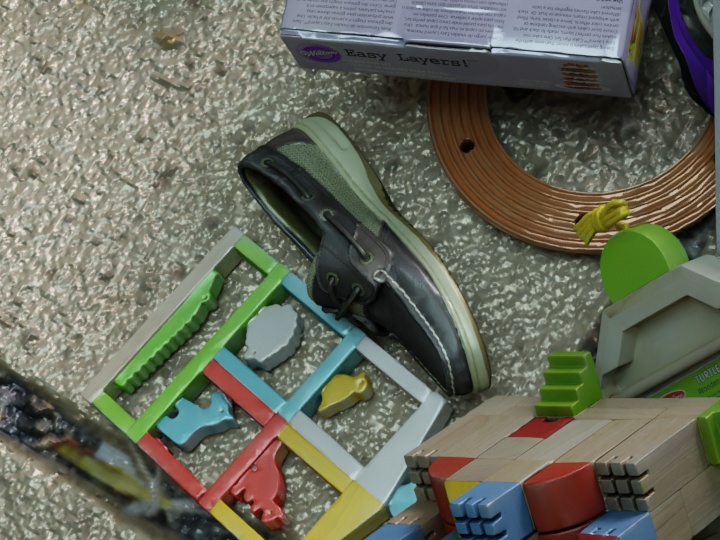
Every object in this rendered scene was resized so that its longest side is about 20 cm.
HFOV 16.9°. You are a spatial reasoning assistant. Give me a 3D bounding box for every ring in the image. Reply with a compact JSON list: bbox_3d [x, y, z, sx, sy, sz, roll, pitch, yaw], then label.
[{"bbox_3d":[0.135,-0.101,1.354,0.199,0.019,0.201,-5,67,12],"label":"ring"}]

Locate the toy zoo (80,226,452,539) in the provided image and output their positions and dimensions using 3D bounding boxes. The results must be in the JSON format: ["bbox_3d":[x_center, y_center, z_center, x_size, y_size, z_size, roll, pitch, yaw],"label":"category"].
[{"bbox_3d":[-0.042,0.081,1.325,0.200,0.020,0.131,40,83,25],"label":"toy zoo"}]

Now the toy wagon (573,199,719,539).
[{"bbox_3d":[0.171,0.054,1.204,0.039,0.155,0.201,-18,79,-41],"label":"toy wagon"}]

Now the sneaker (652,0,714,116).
[{"bbox_3d":[0.224,-0.089,1.277,0.070,0.099,0.200,-42,106,-17],"label":"sneaker"}]

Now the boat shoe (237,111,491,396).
[{"bbox_3d":[0.000,-0.001,1.315,0.066,0.072,0.201,-26,57,-14],"label":"boat shoe"}]

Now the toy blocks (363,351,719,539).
[{"bbox_3d":[0.086,0.112,1.175,0.199,0.100,0.137,-3,20,45],"label":"toy blocks"}]

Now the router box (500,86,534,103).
[{"bbox_3d":[0.115,-0.213,1.360,0.200,0.062,0.150,-37,64,-2],"label":"router box"}]

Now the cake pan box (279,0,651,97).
[{"bbox_3d":[0.064,-0.191,1.302,0.199,0.052,0.185,5,68,16],"label":"cake pan box"}]

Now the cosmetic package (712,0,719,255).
[{"bbox_3d":[0.249,-0.110,1.203,0.150,0.052,0.201,-4,96,-22],"label":"cosmetic package"}]
